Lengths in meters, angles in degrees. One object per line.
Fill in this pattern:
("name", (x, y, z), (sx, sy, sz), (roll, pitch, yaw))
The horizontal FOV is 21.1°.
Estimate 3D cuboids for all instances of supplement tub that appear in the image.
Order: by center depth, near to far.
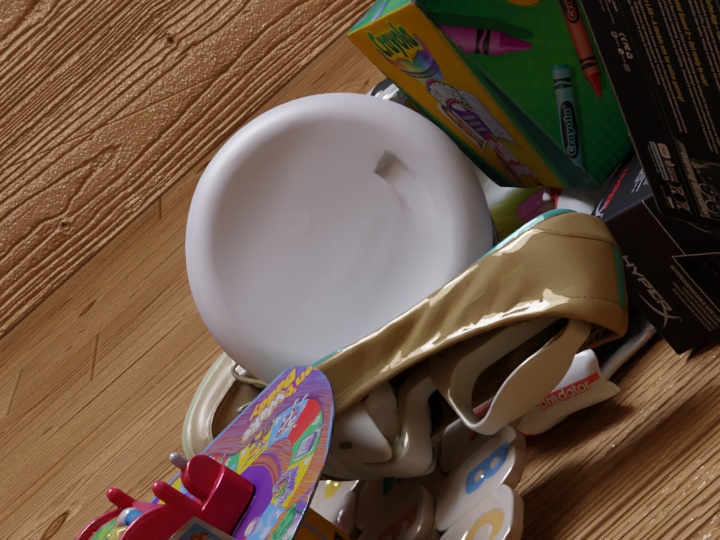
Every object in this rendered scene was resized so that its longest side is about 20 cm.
("supplement tub", (0.000, 0.000, 0.972), (0.145, 0.145, 0.200), (-42, -11, 0))

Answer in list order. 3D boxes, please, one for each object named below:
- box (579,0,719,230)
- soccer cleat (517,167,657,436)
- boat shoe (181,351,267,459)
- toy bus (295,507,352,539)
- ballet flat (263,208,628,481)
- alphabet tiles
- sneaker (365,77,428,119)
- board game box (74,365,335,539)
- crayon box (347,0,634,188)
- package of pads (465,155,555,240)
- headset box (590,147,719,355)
("box", (0.146, -0.089, 0.645), (0.160, 0.200, 0.044), (16, 54, 44))
("soccer cleat", (0.118, -0.001, 0.910), (0.085, 0.069, 0.200), (-19, 27, 44))
("boat shoe", (-0.031, 0.053, 1.177), (0.200, 0.073, 0.063), (-48, 10, -31))
("toy bus", (-0.086, 0.182, 0.805), (0.200, 0.065, 0.078), (-47, 18, 22))
("ballet flat", (0.027, 0.049, 0.804), (0.200, 0.069, 0.063), (-38, 51, 27))
("alphabet tiles", (-0.002, 0.130, 0.825), (0.196, 0.015, 0.200), (-42, 19, 27))
("sneaker", (-0.016, -0.056, 1.125), (0.200, 0.075, 0.088), (-50, 37, 22))
("board game box", (-0.088, 0.110, 0.769), (0.200, 0.039, 0.158), (-44, 19, 26))
("crayon box", (0.067, -0.101, 0.941), (0.058, 0.119, 0.200), (-47, 8, -4))
("package of pads", (0.094, -0.078, 1.127), (0.200, 0.068, 0.155), (-35, 42, 35))
("headset box", (0.206, -0.067, 0.812), (0.200, 0.075, 0.149), (-32, 15, 42))
